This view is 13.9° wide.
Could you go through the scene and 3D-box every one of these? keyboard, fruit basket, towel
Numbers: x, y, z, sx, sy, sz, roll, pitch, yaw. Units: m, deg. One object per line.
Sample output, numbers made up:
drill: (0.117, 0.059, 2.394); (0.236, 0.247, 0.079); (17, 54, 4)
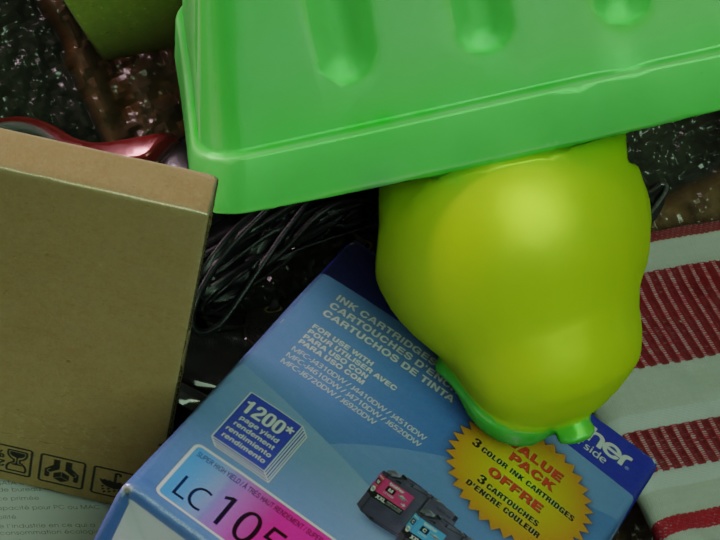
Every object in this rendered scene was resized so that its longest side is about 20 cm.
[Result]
keyboard: (-0.033, -0.042, 1.082); (0.199, 0.104, 0.040); (-31, 132, -14)
fruit basket: (0.042, -0.055, 0.966); (0.214, 0.156, 0.217); (-3, 120, -5)
towel: (0.159, 0.056, 1.114); (0.143, 0.200, 0.023); (-9, 136, -16)

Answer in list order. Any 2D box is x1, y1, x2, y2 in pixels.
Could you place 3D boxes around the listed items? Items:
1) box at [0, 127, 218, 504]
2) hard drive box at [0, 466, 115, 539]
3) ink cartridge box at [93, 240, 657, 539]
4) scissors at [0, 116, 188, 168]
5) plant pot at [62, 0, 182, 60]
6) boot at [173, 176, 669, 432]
box: (-0.152, 0.005, 0.950); (0.199, 0.164, 0.021); (13, 50, -1)
hard drive box: (-0.146, 0.127, 0.990); (0.155, 0.200, 0.077); (1, 127, -19)
ink cartridge box: (0.008, 0.081, 0.981); (0.136, 0.076, 0.200); (36, 36, 5)
scissors: (-0.063, -0.035, 1.060); (0.199, 0.014, 0.073); (-8, 54, 16)
plant pot: (-0.032, -0.167, 1.062); (0.199, 0.187, 0.188); (-32, 98, 0)
boot: (0.000, 0.000, 1.114); (0.199, 0.069, 0.175); (21, 69, 2)
